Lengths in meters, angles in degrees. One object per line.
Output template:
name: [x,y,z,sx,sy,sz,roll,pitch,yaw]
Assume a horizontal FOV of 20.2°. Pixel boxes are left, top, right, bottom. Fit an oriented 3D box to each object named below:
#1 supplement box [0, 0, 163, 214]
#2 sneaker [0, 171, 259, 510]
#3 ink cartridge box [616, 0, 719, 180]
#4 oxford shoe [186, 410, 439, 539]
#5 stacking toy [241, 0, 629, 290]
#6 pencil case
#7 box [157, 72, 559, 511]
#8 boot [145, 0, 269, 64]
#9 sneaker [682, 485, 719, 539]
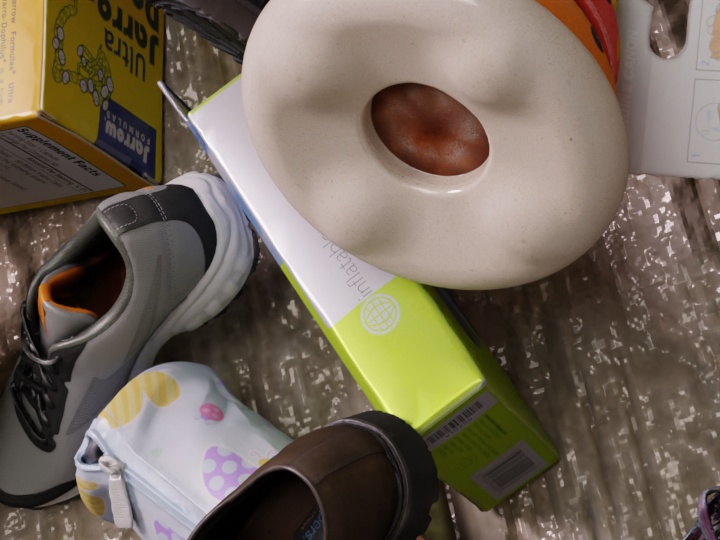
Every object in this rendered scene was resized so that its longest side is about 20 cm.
supplement box: [-0.208,-0.091,0.986,0.199,0.109,0.110,-8,71,23]
sneaker: [-0.128,0.032,0.908,0.074,0.079,0.200,54,126,27]
ink cartridge box: [0.202,-0.103,0.800,0.199,0.050,0.163,5,83,17]
oxford shoe: [-0.054,0.137,0.759,0.073,0.084,0.200,39,114,25]
stacking toy: [0.053,-0.104,0.777,0.146,0.146,0.200,2,42,26]
pencil case: [-0.031,0.118,0.849,0.200,0.091,0.083,35,92,29]
box: [0.000,0.000,0.850,0.048,0.122,0.200,-37,63,5]
boot: [0.012,-0.170,0.880,0.066,0.165,0.200,20,80,51]
sneaker: [0.166,0.102,0.765,0.200,0.081,0.075,-46,59,7]
